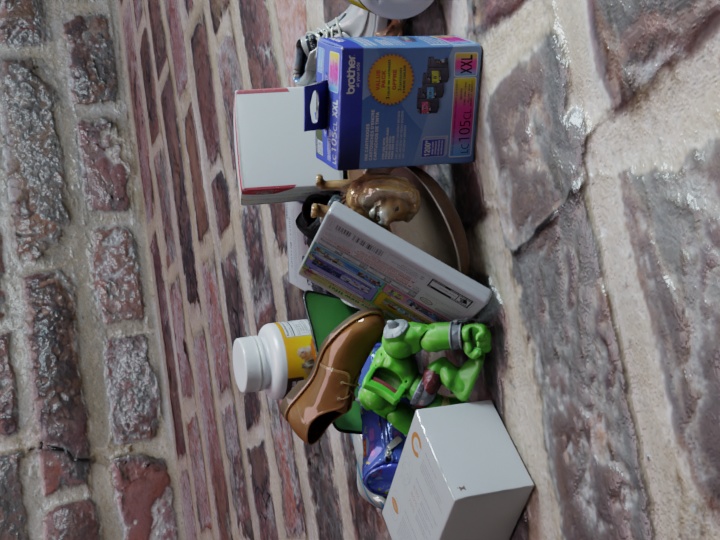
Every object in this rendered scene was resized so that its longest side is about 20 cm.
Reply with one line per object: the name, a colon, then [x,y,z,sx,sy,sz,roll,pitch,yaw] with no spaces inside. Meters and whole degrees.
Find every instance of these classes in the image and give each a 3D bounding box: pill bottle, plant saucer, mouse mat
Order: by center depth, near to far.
plant saucer: [0.069,-0.044,1.265,0.200,0.034,0.200,45,149,38]
pill bottle: [0.016,-0.368,1.275,0.200,0.111,0.111,-130,40,-62]
mouse mat: [-0.007,0.127,1.432,0.008,0.161,0.200,-27,64,31]
pill bottle: [-0.077,0.124,1.523,0.109,0.200,0.109,174,90,-70]

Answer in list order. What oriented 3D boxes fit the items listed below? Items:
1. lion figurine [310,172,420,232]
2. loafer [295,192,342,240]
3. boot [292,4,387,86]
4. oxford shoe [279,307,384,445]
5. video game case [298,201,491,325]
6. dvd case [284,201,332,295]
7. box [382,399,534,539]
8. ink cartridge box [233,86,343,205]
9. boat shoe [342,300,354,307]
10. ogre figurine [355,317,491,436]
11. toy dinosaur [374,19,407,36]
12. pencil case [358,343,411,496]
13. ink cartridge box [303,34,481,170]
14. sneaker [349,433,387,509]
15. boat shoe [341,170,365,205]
lion figurine: [0.008,-0.056,1.252,0.200,0.122,0.073,86,-169,-69]
loafer: [-0.054,-0.085,1.556,0.068,0.070,0.201,-59,20,-11]
boot: [-0.033,-0.309,1.447,0.200,0.096,0.074,121,139,-58]
oxford shoe: [-0.021,0.131,1.294,0.200,0.071,0.071,-58,47,25]
video game case: [0.033,0.012,1.229,0.022,0.200,0.182,-61,2,-26]
dvd case: [-0.082,-0.037,1.750,0.200,0.025,0.150,-155,61,-67]
box: [0.105,0.262,1.218,0.200,0.097,0.124,103,153,-42]
ink cartridge box: [-0.111,-0.179,1.565,0.200,0.145,0.145,159,106,-82]
boat shoe: [0.000,0.000,1.471,0.200,0.072,0.072,-144,53,-64]
ogre figurine: [0.068,0.123,1.231,0.200,0.120,0.098,110,-179,-59]
toy dinosaur: [0.031,-0.215,1.329,0.136,0.086,0.200,-43,60,56]
pencil case: [0.035,0.186,1.359,0.087,0.078,0.200,80,-176,-54]
ink cartridge box: [0.026,-0.185,1.173,0.076,0.200,0.137,-139,47,-62]
sneaker: [0.024,0.230,1.468,0.081,0.076,0.200,-172,68,-71]
boat shoe: [0.007,-0.094,1.435,0.072,0.068,0.200,119,141,-57]
